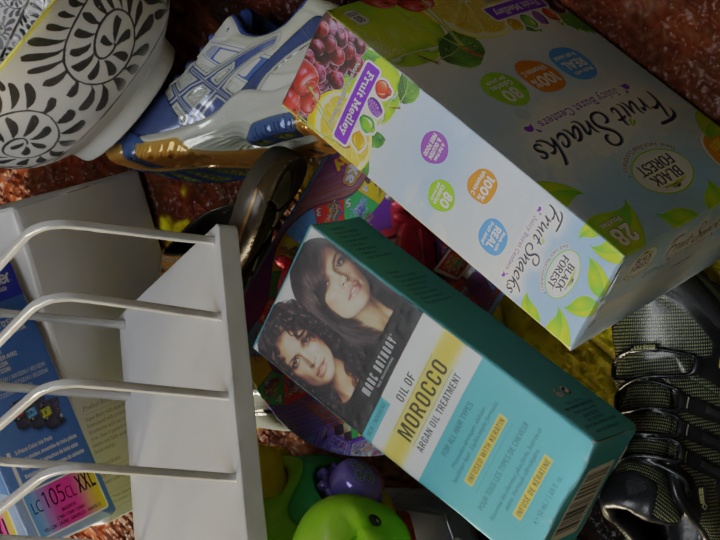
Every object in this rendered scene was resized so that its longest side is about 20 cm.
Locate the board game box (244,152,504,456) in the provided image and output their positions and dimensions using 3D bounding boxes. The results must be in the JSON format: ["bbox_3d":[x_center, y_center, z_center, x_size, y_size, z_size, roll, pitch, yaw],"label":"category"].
[{"bbox_3d":[0.000,0.000,1.181,0.158,0.039,0.201,36,97,35],"label":"board game box"}]

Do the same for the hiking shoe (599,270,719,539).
[{"bbox_3d":[0.165,0.090,1.104,0.075,0.100,0.202,-10,98,35],"label":"hiking shoe"}]

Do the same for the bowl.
[{"bbox_3d":[-0.174,-0.129,1.261,0.094,0.202,0.200,38,130,-21],"label":"bowl"}]

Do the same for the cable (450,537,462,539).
[{"bbox_3d":[0.116,0.233,1.188,0.200,0.050,0.097,43,96,13],"label":"cable"}]

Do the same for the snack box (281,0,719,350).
[{"bbox_3d":[0.089,-0.067,1.071,0.200,0.168,0.068,41,126,18],"label":"snack box"}]

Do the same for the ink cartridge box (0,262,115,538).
[{"bbox_3d":[-0.250,0.082,1.266,0.136,0.076,0.202,-24,87,38],"label":"ink cartridge box"}]

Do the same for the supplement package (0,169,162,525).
[{"bbox_3d":[-0.192,0.053,1.337,0.119,0.121,0.202,-11,96,38],"label":"supplement package"}]

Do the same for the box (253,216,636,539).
[{"bbox_3d":[0.041,0.060,1.101,0.199,0.049,0.083,37,114,25],"label":"box"}]

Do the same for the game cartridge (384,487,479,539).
[{"bbox_3d":[0.000,0.206,1.298,0.199,0.041,0.134,-17,96,37],"label":"game cartridge"}]

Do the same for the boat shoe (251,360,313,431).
[{"bbox_3d":[0.008,0.057,1.230,0.198,0.072,0.063,1,60,24],"label":"boat shoe"}]

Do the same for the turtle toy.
[{"bbox_3d":[-0.018,0.163,1.179,0.100,0.200,0.147,-12,84,1],"label":"turtle toy"}]

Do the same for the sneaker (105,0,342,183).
[{"bbox_3d":[-0.073,-0.107,1.250,0.199,0.075,0.089,-9,75,39],"label":"sneaker"}]

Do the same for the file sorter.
[{"bbox_3d":[-0.142,0.087,1.157,0.139,0.124,0.202,-38,52,50],"label":"file sorter"}]

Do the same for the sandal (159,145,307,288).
[{"bbox_3d":[-0.090,-0.009,1.250,0.054,0.082,0.200,32,141,2],"label":"sandal"}]
